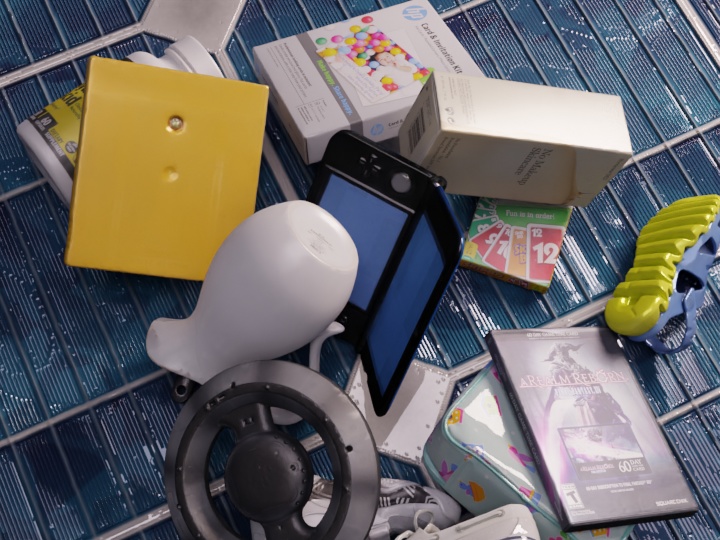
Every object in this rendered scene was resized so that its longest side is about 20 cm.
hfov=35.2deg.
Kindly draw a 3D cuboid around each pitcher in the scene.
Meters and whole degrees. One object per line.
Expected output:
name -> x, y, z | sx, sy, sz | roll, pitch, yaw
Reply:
pitcher -> -0.076, 0.045, 1.046 | 0.171, 0.200, 0.121 | 37, 29, -14

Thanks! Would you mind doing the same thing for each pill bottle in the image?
pill bottle -> -0.235, -0.152, 1.153 | 0.200, 0.111, 0.111 | -36, 75, -14

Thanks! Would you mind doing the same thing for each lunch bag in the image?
lunch bag -> 0.170, 0.177, 1.045 | 0.200, 0.077, 0.160 | 39, 46, 9

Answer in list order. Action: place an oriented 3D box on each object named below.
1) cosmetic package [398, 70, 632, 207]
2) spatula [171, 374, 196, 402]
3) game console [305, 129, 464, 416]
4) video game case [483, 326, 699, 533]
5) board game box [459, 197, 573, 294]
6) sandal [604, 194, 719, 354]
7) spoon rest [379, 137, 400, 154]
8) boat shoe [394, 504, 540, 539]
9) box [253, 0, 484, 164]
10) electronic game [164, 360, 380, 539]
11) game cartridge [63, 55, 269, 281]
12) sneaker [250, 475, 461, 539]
cosmetic package -> 0.147, -0.124, 1.100 | 0.200, 0.104, 0.073 | 5, 60, -16
spatula -> -0.142, 0.039, 1.134 | 0.056, 0.021, 0.200 | 22, 72, 4
game console -> 0.000, 0.000, 1.048 | 0.170, 0.118, 0.200 | 28, 117, 9
video game case -> 0.207, 0.137, 1.030 | 0.143, 0.019, 0.200 | 0, 53, -27
board game box -> 0.177, -0.082, 1.185 | 0.095, 0.030, 0.200 | 18, 69, 5
sandal -> 0.316, 0.007, 1.140 | 0.087, 0.079, 0.200 | 48, 64, -24
spoon rest -> 0.047, -0.068, 1.148 | 0.060, 0.099, 0.200 | -7, 57, -24
boat shoe -> 0.061, 0.249, 0.979 | 0.202, 0.075, 0.086 | -30, 35, 22
box -> 0.008, -0.200, 1.177 | 0.200, 0.041, 0.156 | -18, 51, -13
electronic game -> -0.079, 0.179, 0.986 | 0.200, 0.042, 0.201 | -1, 86, 18
game cartridge -> -0.187, -0.094, 1.098 | 0.176, 0.032, 0.201 | 7, 92, -18
sneaker -> -0.010, 0.249, 1.037 | 0.199, 0.075, 0.115 | 4, 72, 5
